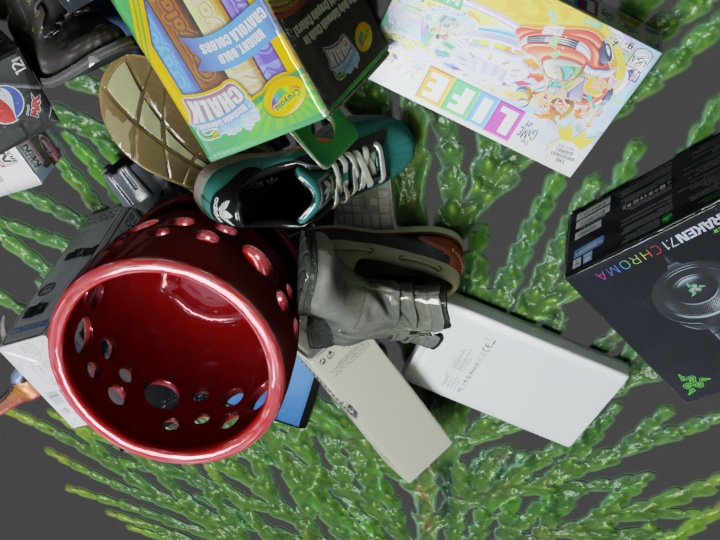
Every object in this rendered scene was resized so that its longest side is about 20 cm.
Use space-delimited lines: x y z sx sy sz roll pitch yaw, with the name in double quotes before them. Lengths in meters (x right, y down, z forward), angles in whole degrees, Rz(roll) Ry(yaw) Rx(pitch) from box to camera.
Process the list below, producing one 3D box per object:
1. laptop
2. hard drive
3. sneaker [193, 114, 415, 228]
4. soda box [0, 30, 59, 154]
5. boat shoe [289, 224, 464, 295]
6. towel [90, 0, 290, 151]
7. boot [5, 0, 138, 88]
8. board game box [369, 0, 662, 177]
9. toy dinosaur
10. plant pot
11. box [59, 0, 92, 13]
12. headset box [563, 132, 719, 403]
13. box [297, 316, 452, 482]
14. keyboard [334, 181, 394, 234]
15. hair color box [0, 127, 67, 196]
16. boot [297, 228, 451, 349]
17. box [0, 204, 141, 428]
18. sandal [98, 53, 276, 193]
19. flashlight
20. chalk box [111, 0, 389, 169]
"laptop" -0.154 0.143 1.066 0.103 0.200 0.178 47 145 23
"hard drive" 0.157 0.105 1.004 0.199 0.027 0.132 23 133 -3
"sneaker" -0.032 -0.074 0.795 0.199 0.080 0.072 -21 120 -21
"soda box" -0.315 -0.163 0.794 0.200 0.063 0.071 38 156 50
"boat shoe" 0.000 0.000 0.919 0.199 0.063 0.071 -3 133 14
"towel" -0.152 -0.170 0.832 0.111 0.049 0.200 -12 128 24
"boot" -0.254 -0.236 0.726 0.200 0.069 0.175 22 137 49
"board game box" 0.114 -0.171 0.761 0.199 0.034 0.135 24 134 -6
"toy dinosaur" -0.363 0.111 1.076 0.182 0.200 0.105 -46 128 -5
"plant pot" -0.146 0.036 0.849 0.199 0.183 0.201 4 121 7
"box" -0.169 -0.284 0.629 0.079 0.200 0.141 -17 124 29
"headset box" 0.304 0.005 0.824 0.174 0.093 0.200 -30 118 36
"box" 0.009 0.127 1.019 0.068 0.082 0.200 -41 118 -10
"keyboard" 0.006 -0.030 0.938 0.056 0.011 0.201 5 132 13
"hair color box" -0.400 -0.118 0.945 0.199 0.061 0.099 -11 127 26
"boot" 0.015 0.018 0.833 0.130 0.068 0.200 0 158 3
"box" -0.253 0.039 0.947 0.060 0.200 0.117 -16 123 26
"sandal" -0.135 -0.107 0.814 0.200 0.054 0.080 32 97 -30
"flashlight" -0.179 -0.030 0.960 0.068 0.068 0.200 -40 116 -9
"chalk box" -0.070 -0.171 0.727 0.124 0.125 0.200 -13 116 35
